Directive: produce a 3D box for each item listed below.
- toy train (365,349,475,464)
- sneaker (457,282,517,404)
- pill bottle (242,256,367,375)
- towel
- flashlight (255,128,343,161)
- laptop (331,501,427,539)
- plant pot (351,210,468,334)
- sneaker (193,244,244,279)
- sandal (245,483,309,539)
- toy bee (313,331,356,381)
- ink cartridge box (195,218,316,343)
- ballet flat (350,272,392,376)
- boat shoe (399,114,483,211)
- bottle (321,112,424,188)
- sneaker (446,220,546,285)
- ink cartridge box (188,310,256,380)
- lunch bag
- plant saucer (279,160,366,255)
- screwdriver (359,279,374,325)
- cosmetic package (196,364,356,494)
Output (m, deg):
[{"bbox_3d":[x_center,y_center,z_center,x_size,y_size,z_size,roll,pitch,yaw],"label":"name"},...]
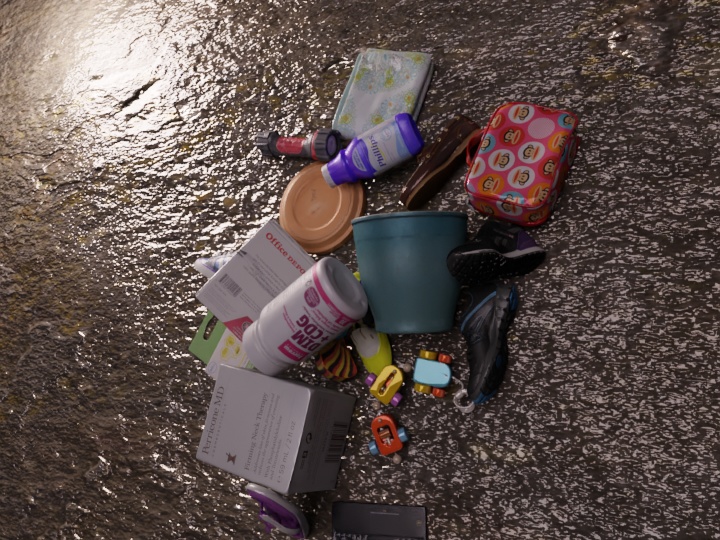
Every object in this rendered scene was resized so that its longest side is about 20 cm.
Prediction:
[{"bbox_3d":[0.090,0.222,0.985,0.198,0.056,0.152,-30,77,11],"label":"toy train"},{"bbox_3d":[0.199,0.116,0.952,0.081,0.073,0.203,6,68,31],"label":"sneaker"},{"bbox_3d":[-0.093,0.080,0.952,0.199,0.113,0.114,-39,61,22],"label":"pill bottle"},{"bbox_3d":[0.044,-0.350,1.176,0.169,0.048,0.203,16,83,30],"label":"towel"},{"bbox_3d":[-0.133,-0.266,1.217,0.197,0.068,0.069,11,108,30],"label":"flashlight"},{"bbox_3d":[0.009,0.479,0.917,0.175,0.103,0.204,-7,72,24],"label":"laptop"},{"bbox_3d":[0.085,0.008,0.977,0.197,0.199,0.192,-2,89,26],"label":"plant pot"},{"bbox_3d":[-0.243,-0.024,1.213,0.198,0.081,0.148,26,79,33],"label":"sneaker"},{"bbox_3d":[-0.132,0.410,0.955,0.081,0.204,0.050,6,52,26],"label":"sandal"},{"bbox_3d":[-0.083,0.111,1.069,0.132,0.107,0.202,110,144,-46],"label":"toy bee"},{"bbox_3d":[-0.188,0.025,1.097,0.146,0.085,0.200,45,79,-6],"label":"ink cartridge box"},{"bbox_3d":[0.006,0.096,1.051,0.066,0.067,0.203,-23,66,28],"label":"ballet flat"},{"bbox_3d":[0.140,-0.199,1.071,0.200,0.070,0.070,-45,68,-1],"label":"boat shoe"},{"bbox_3d":[0.020,-0.221,1.107,0.198,0.065,0.085,-24,97,20],"label":"bottle"},{"bbox_3d":[0.202,-0.035,0.936,0.076,0.198,0.088,-57,49,39],"label":"sneaker"},{"bbox_3d":[-0.272,0.145,1.190,0.198,0.048,0.147,28,89,28],"label":"ink cartridge box"},{"bbox_3d":[0.260,-0.186,0.986,0.174,0.082,0.202,20,74,29],"label":"lunch bag"},{"bbox_3d":[-0.083,-0.133,1.185,0.197,0.032,0.204,-8,71,24],"label":"plant saucer"},{"bbox_3d":[0.000,0.000,1.045,0.028,0.029,0.203,-25,66,35],"label":"screwdriver"},{"bbox_3d":[-0.143,0.274,1.018,0.197,0.166,0.170,8,79,29],"label":"cosmetic package"}]
